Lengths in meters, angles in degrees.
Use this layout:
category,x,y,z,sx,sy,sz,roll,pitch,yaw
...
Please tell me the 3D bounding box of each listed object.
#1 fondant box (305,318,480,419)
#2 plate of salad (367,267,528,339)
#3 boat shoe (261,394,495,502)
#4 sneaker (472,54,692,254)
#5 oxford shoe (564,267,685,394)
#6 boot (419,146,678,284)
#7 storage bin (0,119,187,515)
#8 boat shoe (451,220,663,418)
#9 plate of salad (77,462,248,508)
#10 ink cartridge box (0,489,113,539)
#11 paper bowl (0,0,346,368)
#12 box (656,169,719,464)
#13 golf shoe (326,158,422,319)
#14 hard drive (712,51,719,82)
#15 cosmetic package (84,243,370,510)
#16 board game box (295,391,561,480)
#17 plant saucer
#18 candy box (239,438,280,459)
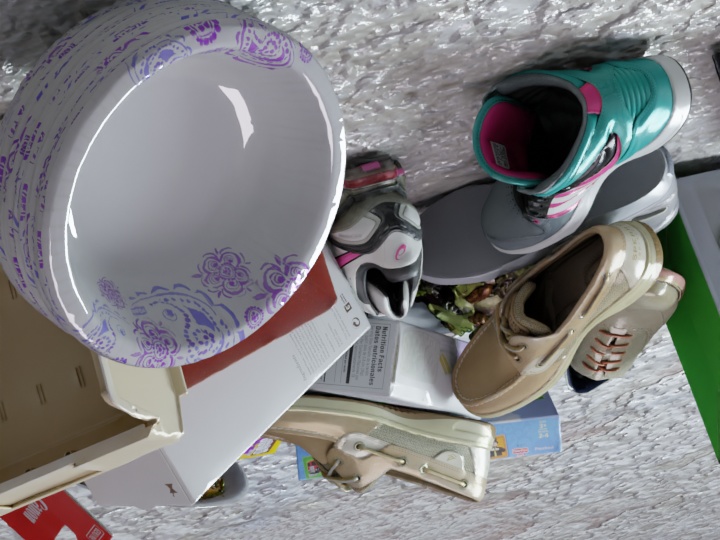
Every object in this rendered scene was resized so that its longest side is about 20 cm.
category,x,y,z,sx,sy,sz,roll,pitch,yaw
fondant box,-0.026,0.068,1.787,0.200,0.058,0.144,5,173,30
plate of salad,0.105,0.019,1.858,0.200,0.048,0.200,-12,162,-4
boat shoe,0.001,0.129,1.747,0.200,0.065,0.072,10,173,-18
sneaker,0.113,-0.070,1.571,0.121,0.084,0.200,-5,152,-40
oxford shoe,0.192,0.044,1.782,0.071,0.074,0.200,16,163,1
boot,0.134,-0.027,1.726,0.200,0.074,0.096,-19,154,8
storage bin,-0.226,0.037,1.448,0.200,0.199,0.094,-24,163,23
boat shoe,0.122,0.031,1.688,0.064,0.071,0.200,5,137,-46
plate of salad,-0.178,0.128,1.831,0.200,0.048,0.200,16,-166,-4
ink cartridge box,-0.276,0.170,1.814,0.045,0.176,0.200,-45,178,-23
paper bowl,-0.114,-0.056,1.324,0.200,0.104,0.201,-21,126,-32
box,0.324,0.022,1.801,0.176,0.200,0.097,-12,161,-17
golf shoe,0.000,0.000,1.676,0.073,0.092,0.200,-16,163,-11
hard drive,0.322,-0.125,1.650,0.140,0.038,0.200,-19,160,11
cosmetic package,-0.100,0.066,1.603,0.108,0.085,0.200,-7,-152,46
board game box,0.046,0.113,1.876,0.200,0.037,0.151,-5,-164,-3
plant saucer,-0.119,0.022,1.552,0.199,0.037,0.200,-29,-160,4
candy box,-0.104,0.123,2.049,0.102,0.026,0.200,-6,159,-15
